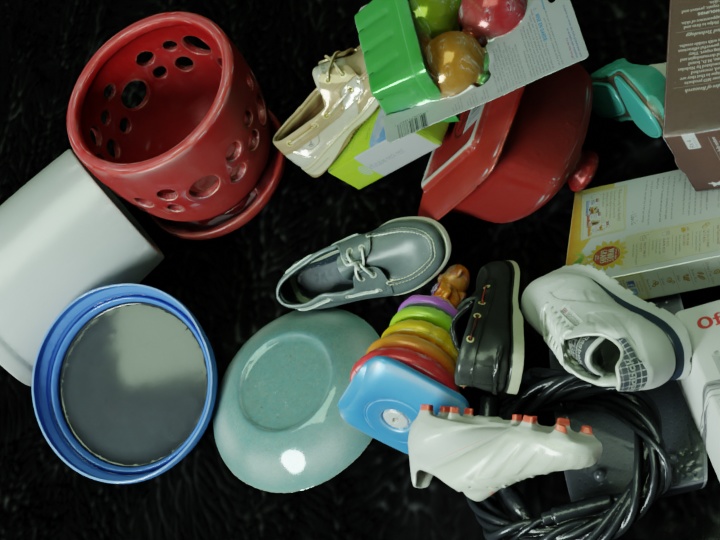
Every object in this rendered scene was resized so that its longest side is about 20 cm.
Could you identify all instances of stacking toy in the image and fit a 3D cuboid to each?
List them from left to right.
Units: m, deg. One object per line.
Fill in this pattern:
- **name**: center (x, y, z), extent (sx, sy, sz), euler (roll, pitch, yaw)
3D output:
- **stacking toy**: center (0.064, 0.066, 1.568), extent (0.109, 0.116, 0.201), euler (27, 51, -3)

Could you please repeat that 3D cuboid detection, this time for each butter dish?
- **butter dish**: center (0.162, -0.125, 1.602), extent (0.199, 0.147, 0.202), euler (-41, 26, 64)

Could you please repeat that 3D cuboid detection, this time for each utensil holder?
- **utensil holder**: center (-0.334, -0.007, 1.774), extent (0.200, 0.170, 0.170), euler (-42, 51, -1)

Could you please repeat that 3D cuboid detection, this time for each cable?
- **cable**: center (0.175, 0.166, 1.423), extent (0.199, 0.051, 0.165), euler (8, 71, 39)

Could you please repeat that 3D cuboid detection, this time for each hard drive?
- **hard drive**: center (0.240, 0.113, 1.475), extent (0.134, 0.042, 0.202), euler (-16, 56, 20)

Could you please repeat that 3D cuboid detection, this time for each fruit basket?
- **fruit basket**: center (0.101, -0.217, 1.532), extent (0.198, 0.094, 0.187), euler (-20, 52, 9)

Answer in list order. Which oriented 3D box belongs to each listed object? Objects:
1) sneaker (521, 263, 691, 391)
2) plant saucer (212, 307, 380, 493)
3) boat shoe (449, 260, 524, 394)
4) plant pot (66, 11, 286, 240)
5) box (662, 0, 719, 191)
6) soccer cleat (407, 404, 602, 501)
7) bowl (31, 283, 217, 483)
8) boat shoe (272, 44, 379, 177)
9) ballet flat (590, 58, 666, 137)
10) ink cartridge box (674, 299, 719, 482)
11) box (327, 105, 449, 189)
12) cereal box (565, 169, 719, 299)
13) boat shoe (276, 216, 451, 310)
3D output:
- **sneaker**: center (0.192, 0.051, 1.420), extent (0.080, 0.077, 0.199), euler (-22, 23, -26)
- **plant saucer**: center (-0.067, 0.118, 1.638), extent (0.199, 0.039, 0.203), euler (-13, 58, 21)
- **boat shoe**: center (0.114, 0.044, 1.505), extent (0.062, 0.074, 0.202), euler (7, 27, 1)
- **plant pot**: center (-0.183, -0.143, 1.763), extent (0.198, 0.183, 0.202), euler (-14, 56, 21)
- **box**: center (0.325, -0.185, 1.503), extent (0.074, 0.100, 0.202), euler (-5, 62, 28)
- **soccer cleat**: center (0.122, 0.159, 1.406), extent (0.199, 0.069, 0.079), euler (2, 85, 44)
- **bowl**: center (-0.237, 0.115, 1.688), extent (0.198, 0.039, 0.203), euler (-2, 82, 15)
- **boat shoe**: center (-0.021, -0.185, 1.692), extent (0.201, 0.069, 0.074), euler (-53, 22, 25)
- **ballet flat**: center (0.270, -0.173, 1.565), extent (0.070, 0.068, 0.200), euler (-32, 14, -2)
- **ink cartridge box**: center (0.354, 0.114, 1.362), extent (0.145, 0.083, 0.201), euler (-16, 55, -3)
- **box**: center (0.044, -0.167, 1.678), extent (0.200, 0.047, 0.123), euler (-23, 44, 60)
- **cereal box**: center (0.289, -0.037, 1.512), extent (0.198, 0.040, 0.145), euler (-11, 36, 23)
- **boat shoe**: center (0.000, 0.000, 1.627), extent (0.199, 0.062, 0.074), euler (-16, 96, 37)
